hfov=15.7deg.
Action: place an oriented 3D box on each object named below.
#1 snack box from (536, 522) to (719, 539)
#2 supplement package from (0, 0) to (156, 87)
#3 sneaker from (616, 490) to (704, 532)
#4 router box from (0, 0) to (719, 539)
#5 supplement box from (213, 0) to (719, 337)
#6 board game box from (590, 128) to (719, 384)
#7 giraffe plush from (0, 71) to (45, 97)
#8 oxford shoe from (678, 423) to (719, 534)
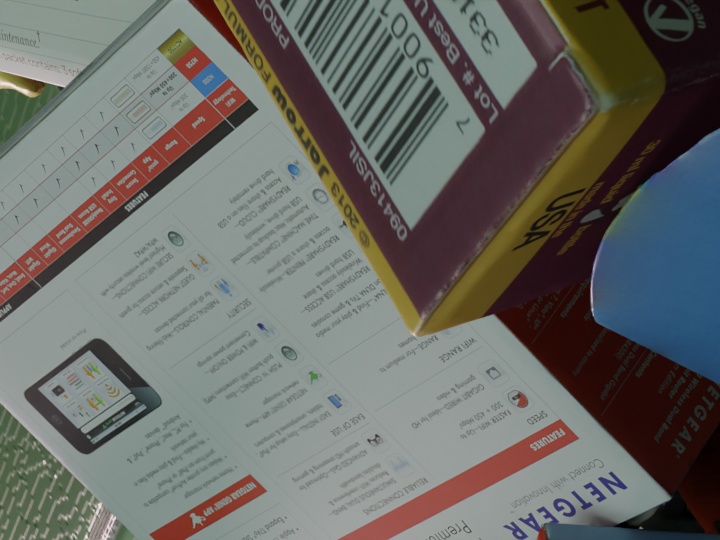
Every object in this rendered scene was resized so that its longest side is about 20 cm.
[{"bbox_3d":[0.111,0.162,0.723,0.068,0.168,0.200,-97,17,-48],"label":"snack box"},{"bbox_3d":[-0.053,-0.169,0.804,0.191,0.147,0.200,15,121,51],"label":"supplement package"},{"bbox_3d":[0.069,-0.017,0.780,0.090,0.078,0.200,-129,43,-66],"label":"sneaker"},{"bbox_3d":[-0.023,0.016,0.731,0.180,0.049,0.200,46,141,-9],"label":"router box"},{"bbox_3d":[0.076,-0.086,0.613,0.131,0.200,0.103,58,145,17],"label":"supplement box"},{"bbox_3d":[0.151,-0.010,0.594,0.158,0.200,0.039,-27,48,42],"label":"board game box"},{"bbox_3d":[-0.174,-0.134,1.012,0.173,0.200,0.162,56,173,15],"label":"giraffe plush"},{"bbox_3d":[0.096,-0.011,0.715,0.071,0.073,0.200,-12,109,48],"label":"oxford shoe"}]
